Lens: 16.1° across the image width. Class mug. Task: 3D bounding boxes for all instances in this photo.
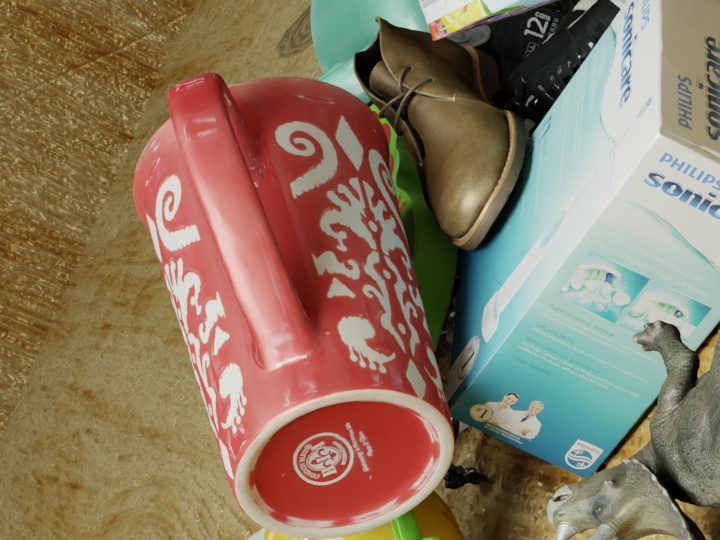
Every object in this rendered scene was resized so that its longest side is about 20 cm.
[{"bbox_3d":[-0.045,0.014,1.232,0.133,0.177,0.200,-42,43,27],"label":"mug"},{"bbox_3d":[0.054,-0.152,1.584,0.114,0.152,0.186,-26,46,62],"label":"mug"}]

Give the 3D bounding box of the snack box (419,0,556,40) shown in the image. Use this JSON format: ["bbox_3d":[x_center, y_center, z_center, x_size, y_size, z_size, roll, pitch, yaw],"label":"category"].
[{"bbox_3d":[0.137,-0.185,1.246,0.168,0.068,0.200,-23,1,-28],"label":"snack box"}]

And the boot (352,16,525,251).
[{"bbox_3d":[0.036,-0.074,1.318,0.074,0.075,0.200,-56,20,18],"label":"boot"}]

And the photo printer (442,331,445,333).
[{"bbox_3d":[0.012,0.019,1.622,0.201,0.069,0.166,-66,13,-1],"label":"photo printer"}]

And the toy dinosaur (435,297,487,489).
[{"bbox_3d":[0.028,0.085,1.414,0.200,0.047,0.088,-40,50,51],"label":"toy dinosaur"}]

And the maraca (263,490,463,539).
[{"bbox_3d":[0.010,0.167,1.297,0.200,0.107,0.138,-143,51,-64],"label":"maraca"}]

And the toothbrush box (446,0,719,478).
[{"bbox_3d":[0.126,-0.024,1.217,0.200,0.085,0.147,-57,15,36],"label":"toothbrush box"}]

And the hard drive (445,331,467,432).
[{"bbox_3d":[0.094,-0.015,1.462,0.132,0.026,0.201,-43,27,59],"label":"hard drive"}]

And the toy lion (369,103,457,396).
[{"bbox_3d":[0.000,0.000,1.404,0.200,0.068,0.192,1,72,67],"label":"toy lion"}]

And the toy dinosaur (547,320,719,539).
[{"bbox_3d":[0.156,0.055,1.031,0.200,0.077,0.103,-43,38,48],"label":"toy dinosaur"}]

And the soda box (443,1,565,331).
[{"bbox_3d":[0.055,-0.072,1.483,0.071,0.063,0.201,-87,16,-75],"label":"soda box"}]

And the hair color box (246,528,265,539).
[{"bbox_3d":[-0.045,0.211,1.523,0.200,0.064,0.111,-39,30,60],"label":"hair color box"}]

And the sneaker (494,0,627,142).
[{"bbox_3d":[0.118,-0.088,1.341,0.112,0.073,0.200,-46,5,0],"label":"sneaker"}]
